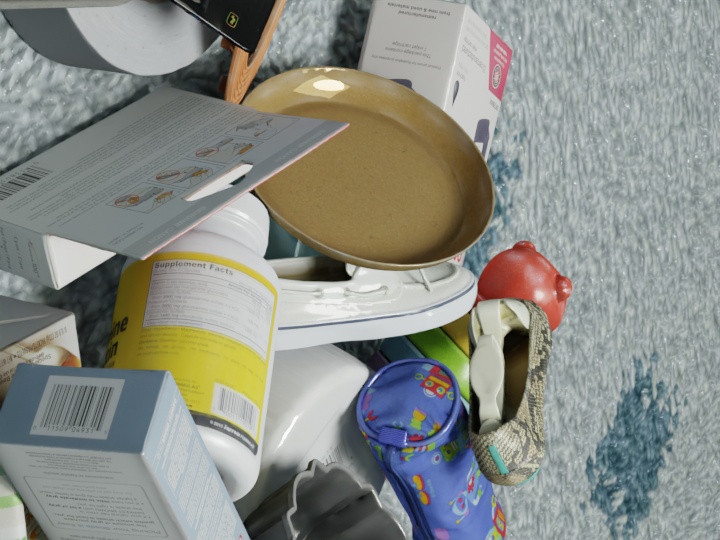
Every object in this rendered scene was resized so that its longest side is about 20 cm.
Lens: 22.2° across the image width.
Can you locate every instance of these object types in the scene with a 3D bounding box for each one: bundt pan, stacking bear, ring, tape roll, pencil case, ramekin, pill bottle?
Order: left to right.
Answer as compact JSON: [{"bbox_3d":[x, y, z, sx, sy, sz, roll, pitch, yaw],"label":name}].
[{"bbox_3d":[-0.153,-0.230,1.197,0.200,0.066,0.203,-21,116,-51],"label":"tape roll"},{"bbox_3d":[-0.111,0.046,1.218,0.112,0.111,0.202,50,38,-48],"label":"pill bottle"},{"bbox_3d":[-0.064,-0.207,1.286,0.200,0.019,0.202,-160,-90,-90],"label":"ring"},{"bbox_3d":[-0.061,0.140,1.375,0.200,0.097,0.202,-35,136,-42],"label":"ramekin"},{"bbox_3d":[-0.020,0.237,1.256,0.202,0.075,0.203,48,26,-32],"label":"bundt pan"},{"bbox_3d":[0.056,0.154,1.392,0.201,0.077,0.087,68,36,-47],"label":"pencil case"},{"bbox_3d":[0.088,0.065,1.508,0.200,0.121,0.114,-45,133,0],"label":"stacking bear"}]

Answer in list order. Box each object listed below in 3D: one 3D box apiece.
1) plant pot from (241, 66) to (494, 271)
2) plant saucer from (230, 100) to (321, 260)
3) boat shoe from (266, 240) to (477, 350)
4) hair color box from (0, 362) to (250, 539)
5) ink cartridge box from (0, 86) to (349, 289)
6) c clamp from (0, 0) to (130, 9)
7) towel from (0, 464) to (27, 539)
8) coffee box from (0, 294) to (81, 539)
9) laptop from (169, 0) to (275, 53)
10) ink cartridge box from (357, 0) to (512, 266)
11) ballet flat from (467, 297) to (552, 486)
[{"bbox_3d":[0.001,-0.070,1.331,0.200,0.199,0.028,-38,160,-43],"label":"plant pot"},{"bbox_3d":[-0.090,-0.028,1.376,0.199,0.027,0.203,-19,114,-51],"label":"plant saucer"},{"bbox_3d":[-0.003,-0.002,1.343,0.200,0.075,0.087,-7,113,-23],"label":"boat shoe"},{"bbox_3d":[-0.141,0.139,1.120,0.201,0.098,0.061,73,25,-49],"label":"hair color box"},{"bbox_3d":[-0.130,-0.050,1.174,0.200,0.175,0.045,-36,129,-40],"label":"ink cartridge box"},{"bbox_3d":[-0.180,-0.237,1.079,0.199,0.027,0.173,-3,101,-53],"label":"c clamp"},{"bbox_3d":[-0.273,0.191,1.103,0.151,0.023,0.202,-6,109,-8],"label":"towel"},{"bbox_3d":[-0.232,0.133,1.171,0.114,0.079,0.202,-30,123,-48],"label":"coffee box"},{"bbox_3d":[-0.078,-0.256,1.097,0.199,0.103,0.179,32,75,-36],"label":"laptop"},{"bbox_3d":[0.047,-0.104,1.475,0.145,0.083,0.202,23,80,-69],"label":"ink cartridge box"},{"bbox_3d":[0.106,0.069,1.367,0.076,0.067,0.201,58,23,-34],"label":"ballet flat"}]
